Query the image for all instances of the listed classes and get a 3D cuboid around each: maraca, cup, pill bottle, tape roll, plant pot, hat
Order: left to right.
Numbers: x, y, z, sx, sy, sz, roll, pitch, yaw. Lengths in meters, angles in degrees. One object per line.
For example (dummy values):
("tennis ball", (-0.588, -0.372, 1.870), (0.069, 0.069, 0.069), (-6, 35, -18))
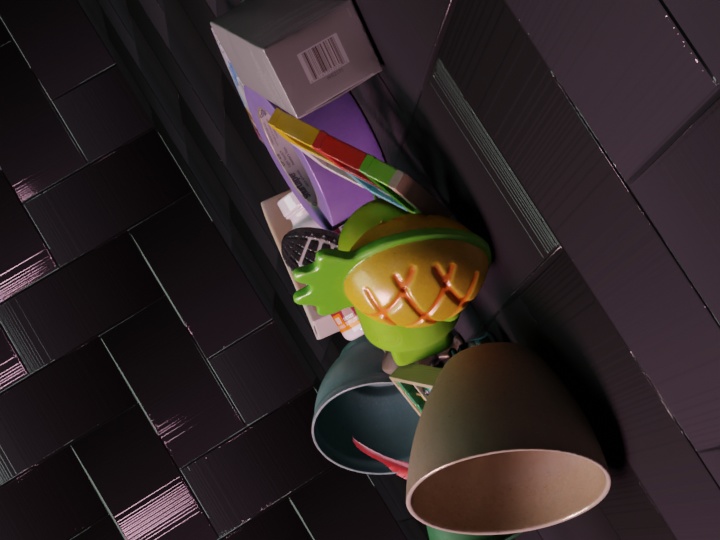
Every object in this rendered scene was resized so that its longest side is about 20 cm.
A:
("tape roll", (-0.051, -0.152, 1.614), (0.201, 0.085, 0.200), (55, 169, 16))
("pill bottle", (-0.020, -0.022, 1.759), (0.201, 0.113, 0.113), (59, 170, 1))
("plant pot", (0.029, 0.174, 1.944), (0.135, 0.199, 0.201), (-94, -13, -46))
("maraca", (0.032, 0.003, 1.356), (0.137, 0.199, 0.108), (91, 169, -55))
("hat", (0.112, 0.264, 1.754), (0.166, 0.199, 0.177), (-44, -70, -88))
("cup", (0.139, 0.157, 1.368), (0.201, 0.199, 0.144), (74, -170, -57))

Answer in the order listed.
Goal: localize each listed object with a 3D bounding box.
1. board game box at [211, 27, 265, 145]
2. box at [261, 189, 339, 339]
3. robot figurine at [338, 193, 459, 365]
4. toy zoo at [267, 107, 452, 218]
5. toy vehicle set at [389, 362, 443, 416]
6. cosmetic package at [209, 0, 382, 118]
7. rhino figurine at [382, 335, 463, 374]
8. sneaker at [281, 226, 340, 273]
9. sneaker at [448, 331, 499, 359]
("board game box", (-0.114, -0.218, 1.849), (0.200, 0.043, 0.200), (48, 164, 49))
("box", (-0.060, -0.016, 1.940), (0.078, 0.094, 0.201), (77, 168, -68))
("robot figurine", (0.042, 0.007, 1.504), (0.176, 0.115, 0.201), (-109, 0, -56))
("toy zoo", (-0.011, -0.109, 1.404), (0.199, 0.021, 0.131), (29, 178, 29))
("toy vehicle set", (0.127, 0.187, 1.538), (0.200, 0.027, 0.124), (52, 159, -21))
("cosmetic package", (-0.070, -0.232, 1.409), (0.091, 0.106, 0.200), (62, 171, -23))
("rhino figurine", (0.070, 0.109, 1.768), (0.060, 0.087, 0.200), (62, 170, -13))
("sneaker", (0.000, 0.000, 1.623), (0.199, 0.074, 0.081), (21, -175, -6))
("sneaker", (0.133, 0.119, 1.564), (0.082, 0.073, 0.200), (61, 160, 5))
